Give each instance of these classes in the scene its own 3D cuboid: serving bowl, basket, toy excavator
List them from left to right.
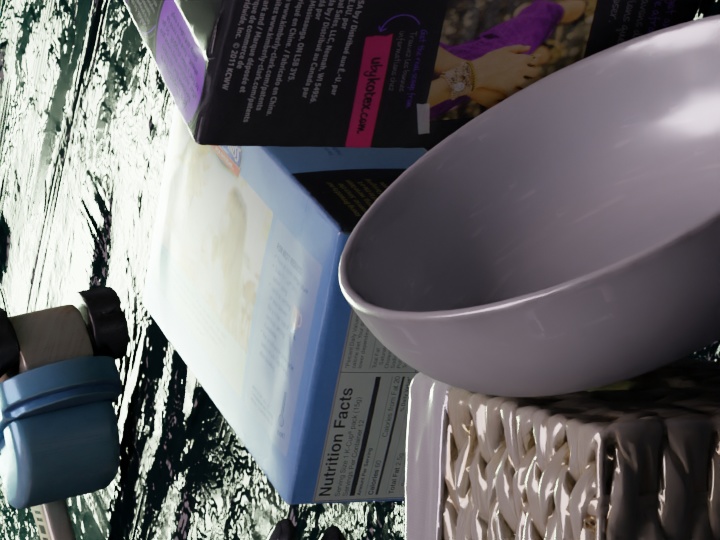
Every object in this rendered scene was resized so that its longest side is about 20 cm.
[{"bbox_3d":[-0.203,0.134,1.620,0.194,0.100,0.200,-43,61,59],"label":"toy excavator"},{"bbox_3d":[0.094,-0.015,0.891,0.066,0.200,0.200,62,163,-21],"label":"serving bowl"},{"bbox_3d":[0.101,0.135,0.906,0.123,0.135,0.200,4,95,63],"label":"basket"}]

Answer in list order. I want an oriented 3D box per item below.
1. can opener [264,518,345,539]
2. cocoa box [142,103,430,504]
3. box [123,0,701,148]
[{"bbox_3d":[-0.056,0.214,1.325,0.079,0.063,0.200,-122,39,-50],"label":"can opener"},{"bbox_3d":[0.000,0.000,1.122,0.200,0.131,0.134,-132,48,-55],"label":"cocoa box"},{"bbox_3d":[0.020,-0.123,0.995,0.122,0.200,0.106,-119,37,-45],"label":"box"}]
